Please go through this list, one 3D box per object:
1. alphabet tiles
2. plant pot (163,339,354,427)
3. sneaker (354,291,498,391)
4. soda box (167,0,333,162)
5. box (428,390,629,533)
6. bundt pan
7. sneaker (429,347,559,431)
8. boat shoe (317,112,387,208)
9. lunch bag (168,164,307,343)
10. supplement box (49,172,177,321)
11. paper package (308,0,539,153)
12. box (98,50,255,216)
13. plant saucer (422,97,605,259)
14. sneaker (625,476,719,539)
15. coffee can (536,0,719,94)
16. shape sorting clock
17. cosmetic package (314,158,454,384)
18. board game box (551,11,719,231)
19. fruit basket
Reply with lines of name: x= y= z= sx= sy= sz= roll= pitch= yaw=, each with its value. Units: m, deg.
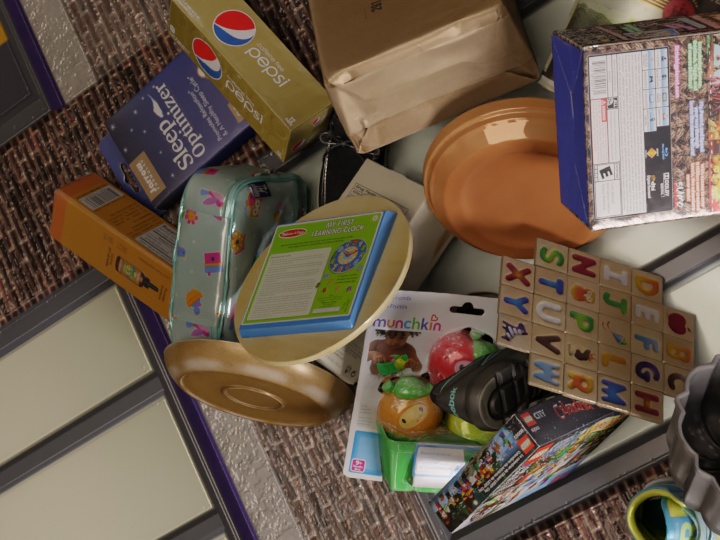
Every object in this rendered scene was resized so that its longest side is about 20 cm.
alphabet tiles: x=0.219 y=0.054 z=1.543 sx=0.006 sy=0.199 sz=0.167 roll=121 pitch=162 yaw=-50
plant pot: x=-0.106 y=0.120 z=1.695 sx=0.199 sy=0.200 sz=0.028 roll=3 pitch=66 yaw=26
sneaker: x=0.065 y=0.077 z=1.676 sx=0.199 sy=0.077 sz=0.079 roll=-24 pitch=78 yaw=23
soda box: x=-0.116 y=-0.214 z=1.753 sx=0.064 sy=0.068 sz=0.200 roll=-36 pitch=75 yaw=-24
box: x=0.167 y=0.163 z=1.540 sx=0.038 sy=0.200 sz=0.137 roll=52 pitch=126 yaw=18
bundt pan: x=0.360 y=0.172 z=1.477 sx=0.202 sy=0.202 sz=0.076 roll=39 pitch=138 yaw=21
sneaker: x=0.149 y=0.091 z=1.559 sx=0.079 sy=0.200 sz=0.076 roll=1 pitch=104 yaw=47
boat shoe: x=-0.003 y=-0.138 z=1.720 sx=0.074 sy=0.062 sz=0.201 roll=25 pitch=102 yaw=23
lunch bag: x=-0.119 y=-0.013 z=1.726 sx=0.077 sy=0.160 sz=0.201 roll=13 pitch=101 yaw=31
supplement box: x=-0.248 y=-0.026 z=1.830 sx=0.200 sy=0.069 sz=0.067 roll=35 pitch=130 yaw=23
paper package: x=0.054 y=-0.236 z=1.597 sx=0.190 sy=0.104 sz=0.200 roll=-21 pitch=41 yaw=9
box: x=-0.202 y=-0.154 z=1.836 sx=0.200 sy=0.032 sz=0.121 roll=-40 pitch=73 yaw=22
plant saucer: x=0.157 y=-0.077 z=1.576 sx=0.200 sy=0.200 sz=0.038 roll=-20 pitch=42 yaw=25
sneaker: x=0.333 y=0.237 z=1.512 sx=0.199 sy=0.130 sz=0.080 roll=4 pitch=91 yaw=25
coffee can: x=0.269 y=-0.234 z=1.539 sx=0.146 sy=0.146 sz=0.201 roll=30 pitch=103 yaw=23
shape sorting clock: x=-0.036 y=0.009 z=1.599 sx=0.199 sy=0.039 sz=0.201 roll=-24 pitch=44 yaw=25
cosmetic package: x=0.000 y=0.000 z=1.665 sx=0.105 sy=0.071 sz=0.200 roll=31 pitch=83 yaw=42
board game box: x=0.276 y=-0.133 z=1.441 sx=0.199 sy=0.097 sz=0.160 roll=-7 pitch=108 yaw=-8
fruit basket: x=0.087 y=0.119 z=1.613 sx=0.184 sy=0.094 sz=0.201 roll=5 pitch=115 yaw=-13
